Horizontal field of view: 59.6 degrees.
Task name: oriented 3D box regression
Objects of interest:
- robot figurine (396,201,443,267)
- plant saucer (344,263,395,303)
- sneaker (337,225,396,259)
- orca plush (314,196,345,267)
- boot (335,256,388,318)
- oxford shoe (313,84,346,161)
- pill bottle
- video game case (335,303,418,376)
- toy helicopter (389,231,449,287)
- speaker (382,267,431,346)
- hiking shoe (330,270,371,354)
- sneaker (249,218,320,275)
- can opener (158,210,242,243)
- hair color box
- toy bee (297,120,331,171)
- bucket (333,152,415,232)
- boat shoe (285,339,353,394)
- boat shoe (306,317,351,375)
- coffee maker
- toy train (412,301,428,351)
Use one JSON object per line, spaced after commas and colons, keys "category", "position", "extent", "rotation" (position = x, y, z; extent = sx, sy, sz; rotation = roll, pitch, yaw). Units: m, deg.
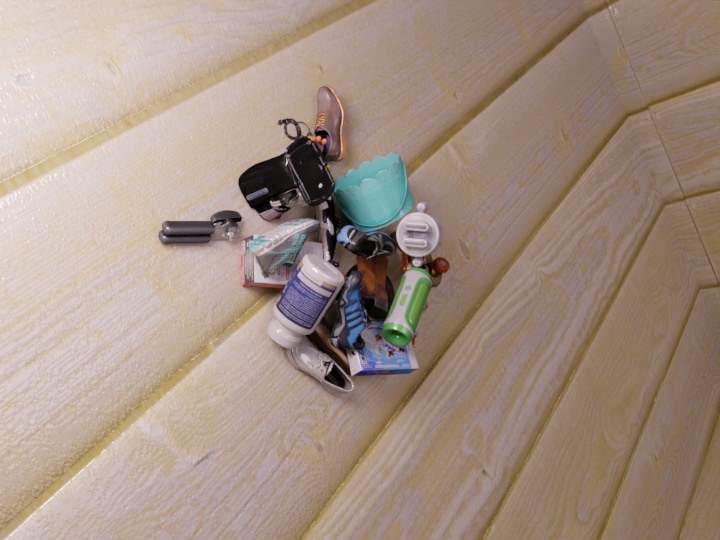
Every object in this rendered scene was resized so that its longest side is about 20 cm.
{"category": "robot figurine", "position": [0.157, -0.094, 1.639], "extent": [0.200, 0.111, 0.172], "rotation": [-11, 110, -76]}
{"category": "plant saucer", "position": [0.014, 0.078, 1.664], "extent": [0.198, 0.032, 0.203], "rotation": [11, 73, -41]}
{"category": "sneaker", "position": [0.023, -0.057, 1.564], "extent": [0.198, 0.071, 0.083], "rotation": [10, 32, -51]}
{"category": "orca plush", "position": [-0.066, -0.105, 1.559], "extent": [0.070, 0.105, 0.203], "rotation": [-6, 69, -14]}
{"category": "boot", "position": [0.000, 0.000, 1.584], "extent": [0.187, 0.068, 0.202], "rotation": [24, 45, -24]}
{"category": "oxford shoe", "position": [-0.085, -0.387, 1.636], "extent": [0.073, 0.071, 0.203], "rotation": [-9, 87, -54]}
{"category": "pill bottle", "position": [-0.130, 0.074, 1.428], "extent": [0.110, 0.111, 0.201], "rotation": [23, 106, -36]}
{"category": "video game case", "position": [0.044, 0.170, 1.588], "extent": [0.198, 0.045, 0.183], "rotation": [6, 59, -41]}
{"category": "toy helicopter", "position": [0.142, -0.029, 1.741], "extent": [0.131, 0.079, 0.200], "rotation": [-23, 63, -38]}
{"category": "speaker", "position": [0.120, 0.090, 1.596], "extent": [0.088, 0.088, 0.201], "rotation": [45, 50, -26]}
{"category": "hiking shoe", "position": [-0.010, 0.094, 1.461], "extent": [0.075, 0.086, 0.202], "rotation": [-63, 166, -62]}
{"category": "sneaker", "position": [-0.165, -0.056, 1.432], "extent": [0.199, 0.077, 0.092], "rotation": [-32, 117, -38]}
{"category": "can opener", "position": [-0.346, -0.091, 1.372], "extent": [0.198, 0.053, 0.067], "rotation": [-9, 53, -44]}
{"category": "hair color box", "position": [-0.183, -0.016, 1.485], "extent": [0.198, 0.063, 0.113], "rotation": [7, 77, -42]}
{"category": "toy bee", "position": [-0.133, -0.288, 1.557], "extent": [0.130, 0.108, 0.203], "rotation": [-11, 89, -41]}
{"category": "bucket", "position": [0.038, -0.201, 1.636], "extent": [0.207, 0.206, 0.136], "rotation": [-45, 116, -38]}
{"category": "boat shoe", "position": [-0.094, 0.233, 1.511], "extent": [0.200, 0.065, 0.072], "rotation": [49, 54, -23]}
{"category": "boat shoe", "position": [-0.069, 0.171, 1.546], "extent": [0.200, 0.072, 0.072], "rotation": [50, 54, -15]}
{"category": "coffee maker", "position": [-0.178, -0.225, 1.440], "extent": [0.134, 0.199, 0.195], "rotation": [-12, 92, -44]}
{"category": "toy train", "position": [0.135, 0.122, 1.747], "extent": [0.201, 0.055, 0.152], "rotation": [-63, 148, -48]}
